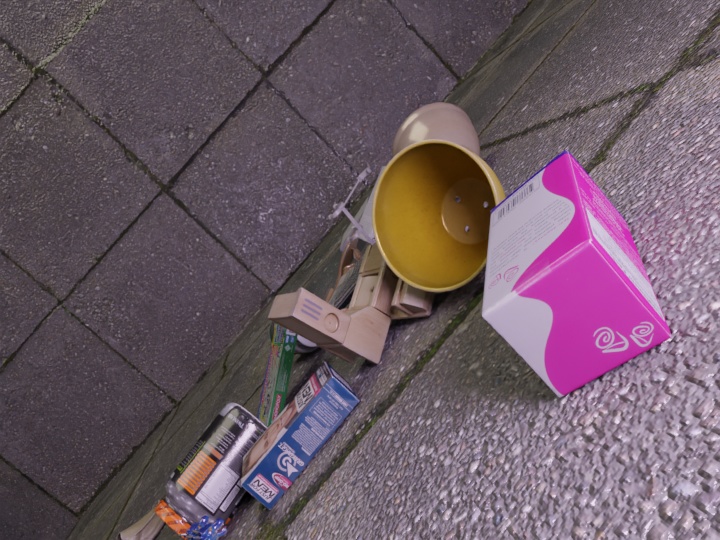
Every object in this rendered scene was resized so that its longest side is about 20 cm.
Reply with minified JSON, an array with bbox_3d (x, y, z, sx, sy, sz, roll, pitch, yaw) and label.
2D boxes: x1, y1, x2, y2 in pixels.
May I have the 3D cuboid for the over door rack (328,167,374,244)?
[{"bbox_3d":[0.012,-0.125,1.269,0.066,0.148,0.201,-28,21,41],"label":"over door rack"}]

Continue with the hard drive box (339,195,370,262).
[{"bbox_3d":[0.011,-0.131,1.651,0.158,0.076,0.201,-56,7,16],"label":"hard drive box"}]

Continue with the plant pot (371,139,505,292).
[{"bbox_3d":[0.134,-0.081,0.784,0.199,0.203,0.141,-40,-16,34],"label":"plant pot"}]

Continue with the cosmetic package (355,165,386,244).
[{"bbox_3d":[0.065,-0.162,1.400,0.204,0.070,0.101,-67,25,3],"label":"cosmetic package"}]

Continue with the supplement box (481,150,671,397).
[{"bbox_3d":[0.179,-0.008,0.476,0.101,0.103,0.201,-39,12,31],"label":"supplement box"}]

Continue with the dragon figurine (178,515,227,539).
[{"bbox_3d":[-0.214,0.396,0.633,0.201,0.099,0.059,-52,11,-24],"label":"dragon figurine"}]

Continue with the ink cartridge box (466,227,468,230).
[{"bbox_3d":[0.105,-0.026,0.984,0.196,0.043,0.201,-31,18,43],"label":"ink cartridge box"}]

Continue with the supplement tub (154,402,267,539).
[{"bbox_3d":[-0.235,0.335,0.889,0.201,0.122,0.122,-52,11,-25],"label":"supplement tub"}]

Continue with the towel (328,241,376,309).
[{"bbox_3d":[0.000,0.000,1.104,0.193,0.034,0.201,-49,5,33],"label":"towel"}]

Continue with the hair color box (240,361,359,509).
[{"bbox_3d":[-0.094,0.243,0.814,0.201,0.060,0.100,-50,10,-5],"label":"hair color box"}]

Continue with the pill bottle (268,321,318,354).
[{"bbox_3d":[-0.141,0.136,1.262,0.114,0.113,0.199,-51,11,-24],"label":"pill bottle"}]

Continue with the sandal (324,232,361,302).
[{"bbox_3d":[-0.024,0.017,1.386,0.216,0.068,0.077,-67,-17,4],"label":"sandal"}]

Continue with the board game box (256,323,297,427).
[{"bbox_3d":[-0.168,0.206,1.092,0.134,0.028,0.206,160,121,-69],"label":"board game box"}]

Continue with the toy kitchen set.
[{"bbox_3d":[-0.001,0.015,0.825,0.161,0.179,0.204,-11,54,52],"label":"toy kitchen set"}]

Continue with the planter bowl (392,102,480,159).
[{"bbox_3d":[0.179,-0.240,1.176,0.200,0.198,0.136,-43,38,20],"label":"planter bowl"}]

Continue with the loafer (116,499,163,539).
[{"bbox_3d":[-0.506,0.599,1.204,0.075,0.068,0.201,-36,15,46],"label":"loafer"}]
